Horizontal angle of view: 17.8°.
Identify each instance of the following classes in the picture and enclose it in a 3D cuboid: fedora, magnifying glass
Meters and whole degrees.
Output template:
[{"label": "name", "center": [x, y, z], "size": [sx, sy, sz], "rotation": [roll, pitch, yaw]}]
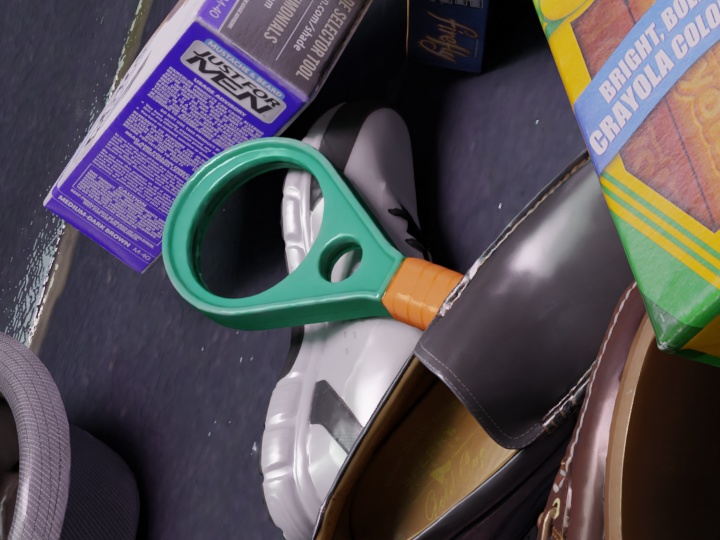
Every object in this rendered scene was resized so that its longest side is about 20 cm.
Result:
[{"label": "fedora", "center": [-0.176, 0.123, 1.129], "size": [0.199, 0.090, 0.178], "rotation": [3, 77, 52]}, {"label": "magnifying glass", "center": [0.000, 0.000, 0.880], "size": [0.199, 0.022, 0.080], "rotation": [22, 76, 38]}]

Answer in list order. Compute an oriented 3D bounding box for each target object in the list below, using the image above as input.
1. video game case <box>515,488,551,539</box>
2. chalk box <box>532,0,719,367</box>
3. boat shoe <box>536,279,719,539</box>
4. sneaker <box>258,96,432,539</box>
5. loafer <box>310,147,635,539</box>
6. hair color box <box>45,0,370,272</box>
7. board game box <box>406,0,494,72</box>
[{"label": "video game case", "center": [0.102, 0.053, 0.791], "size": [0.143, 0.017, 0.202], "rotation": [-15, 60, 55]}, {"label": "chalk box", "center": [0.138, -0.078, 0.676], "size": [0.124, 0.123, 0.201], "rotation": [-46, 46, 34]}, {"label": "boat shoe", "center": [0.081, 0.094, 0.712], "size": [0.070, 0.070, 0.202], "rotation": [-7, 68, 53]}, {"label": "sneaker", "center": [0.013, 0.017, 0.923], "size": [0.080, 0.074, 0.201], "rotation": [-15, 58, 29]}, {"label": "loafer", "center": [0.051, 0.036, 0.775], "size": [0.073, 0.072, 0.201], "rotation": [40, 116, 26]}, {"label": "hair color box", "center": [-0.063, -0.089, 1.022], "size": [0.200, 0.065, 0.110], "rotation": [-38, 20, 56]}, {"label": "board game box", "center": [0.052, -0.198, 0.932], "size": [0.136, 0.034, 0.202], "rotation": [87, -167, -75]}]
